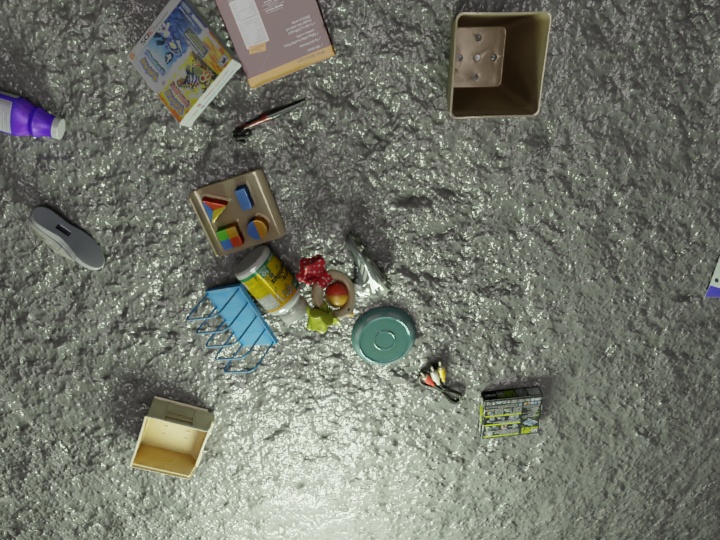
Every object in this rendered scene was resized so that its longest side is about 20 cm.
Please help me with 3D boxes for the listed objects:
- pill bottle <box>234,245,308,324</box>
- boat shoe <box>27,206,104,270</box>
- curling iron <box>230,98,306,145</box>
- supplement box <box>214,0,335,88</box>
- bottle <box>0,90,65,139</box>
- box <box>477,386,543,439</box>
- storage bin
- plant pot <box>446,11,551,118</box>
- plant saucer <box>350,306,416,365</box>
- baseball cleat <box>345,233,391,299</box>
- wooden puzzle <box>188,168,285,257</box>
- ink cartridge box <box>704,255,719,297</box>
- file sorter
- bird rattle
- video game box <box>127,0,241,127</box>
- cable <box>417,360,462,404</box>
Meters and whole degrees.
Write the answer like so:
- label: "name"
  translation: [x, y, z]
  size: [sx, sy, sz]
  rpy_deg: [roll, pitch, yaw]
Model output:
- label: "pill bottle"
  translation: [-0.227, 0.043, 1.404]
  size: [0.112, 0.113, 0.201]
  rpy_deg: [-33, 115, 11]
- label: "boat shoe"
  translation: [-0.731, -0.069, 1.325]
  size: [0.069, 0.072, 0.200]
  rpy_deg: [-25, 125, 37]
- label: "curling iron"
  translation: [-0.214, -0.352, 1.254]
  size: [0.197, 0.026, 0.050]
  rpy_deg: [-27, 80, 3]
- label: "supplement box"
  translation: [-0.176, -0.522, 1.116]
  size: [0.193, 0.134, 0.203]
  rpy_deg: [-20, 117, 3]
- label: "bottle"
  translation: [-0.762, -0.342, 1.178]
  size: [0.195, 0.066, 0.085]
  rpy_deg: [14, 115, -13]
- label: "box"
  translation: [0.484, 0.462, 1.732]
  size: [0.195, 0.045, 0.164]
  rpy_deg: [-5, 117, -4]
- label: "storage bin"
  translation: [-0.561, 0.506, 1.608]
  size: [0.195, 0.094, 0.203]
  rpy_deg: [19, 113, -15]
- label: "plant pot"
  translation: [0.277, -0.458, 1.174]
  size: [0.195, 0.178, 0.204]
  rpy_deg: [-3, 117, -4]
- label: "plant saucer"
  translation: [0.070, 0.199, 1.564]
  size: [0.195, 0.028, 0.205]
  rpy_deg: [-2, 116, -4]
- label: "baseball cleat"
  translation: [0.000, 0.000, 1.434]
  size: [0.105, 0.070, 0.201]
  rpy_deg: [-30, 112, 16]
- label: "wooden puzzle"
  translation: [-0.307, -0.137, 1.342]
  size: [0.196, 0.047, 0.188]
  rpy_deg: [-18, 117, 3]
- label: "ink cartridge box"
  translation: [1.146, 0.000, 1.577]
  size: [0.193, 0.044, 0.204]
  rpy_deg: [-1, 118, -6]
- label: "file sorter"
  translation: [-0.341, 0.158, 1.414]
  size: [0.136, 0.123, 0.203]
  rpy_deg: [-9, 122, 33]
- label: "bird rattle"
  translation: [-0.088, 0.059, 1.406]
  size: [0.160, 0.205, 0.112]
  rpy_deg: [1, 164, -34]
- label: "video game box"
  translation: [-0.375, -0.445, 1.132]
  size: [0.182, 0.047, 0.201]
  rpy_deg: [-43, 82, 17]
- label: "cable"
  translation: [0.246, 0.363, 1.651]
  size: [0.096, 0.051, 0.202]
  rpy_deg: [-29, 115, 10]
